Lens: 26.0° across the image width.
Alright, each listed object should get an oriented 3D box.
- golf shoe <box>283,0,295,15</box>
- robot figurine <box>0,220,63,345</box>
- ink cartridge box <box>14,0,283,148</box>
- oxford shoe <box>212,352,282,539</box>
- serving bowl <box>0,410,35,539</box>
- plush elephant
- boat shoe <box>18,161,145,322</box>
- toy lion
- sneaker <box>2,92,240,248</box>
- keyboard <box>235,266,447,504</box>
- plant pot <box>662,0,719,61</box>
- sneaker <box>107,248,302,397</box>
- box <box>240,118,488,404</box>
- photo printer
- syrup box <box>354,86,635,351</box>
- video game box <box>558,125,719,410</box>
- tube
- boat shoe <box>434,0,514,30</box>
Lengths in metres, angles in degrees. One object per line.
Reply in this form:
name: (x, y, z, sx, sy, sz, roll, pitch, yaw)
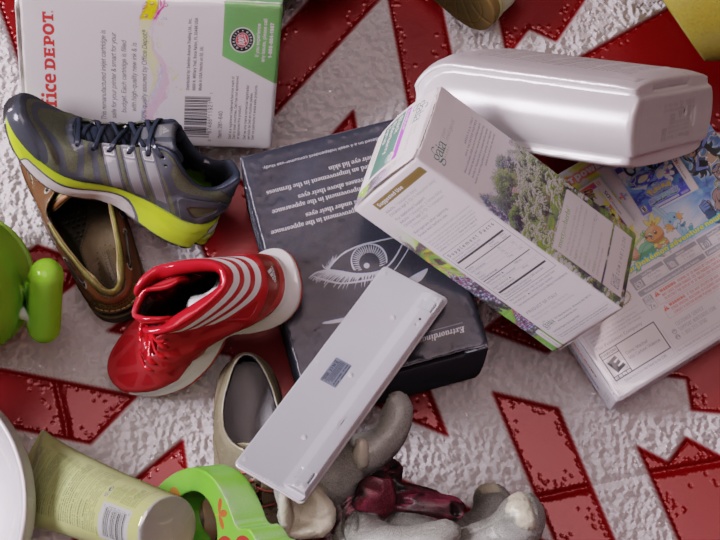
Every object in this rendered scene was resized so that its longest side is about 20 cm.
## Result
golf shoe: (-0.093, -0.242, 1.318, 0.200, 0.073, 0.092, -31, 40, -3)
robot figurine: (-0.311, 0.013, 1.164, 0.175, 0.200, 0.116, 15, 95, 2)
ink cartridge box: (-0.165, -0.178, 1.229, 0.199, 0.145, 0.084, 2, 44, -7)
oxford shoe: (-0.083, 0.159, 1.180, 0.070, 0.075, 0.201, -10, 73, -5)
serving bowl: (-0.327, 0.175, 1.165, 0.199, 0.066, 0.201, -2, 83, 14)
plush elephant: (0.012, 0.165, 1.131, 0.200, 0.165, 0.155, -31, 87, 1)
boat shoe: (-0.224, -0.057, 1.248, 0.072, 0.068, 0.200, -29, 74, -7)
toy lion: (-0.089, 0.230, 1.096, 0.068, 0.192, 0.201, -1, 69, -35)
sneaker: (-0.181, -0.093, 1.203, 0.199, 0.081, 0.074, 24, 39, -30)
keyboard: (-0.011, 0.076, 1.101, 0.056, 0.011, 0.200, 24, 56, 21)
plant pot: (0.314, -0.252, 1.272, 0.142, 0.200, 0.200, -34, 75, 16)
sneaker: (-0.148, 0.034, 1.153, 0.200, 0.115, 0.079, -35, 65, 32)
box: (0.000, 0.000, 1.216, 0.147, 0.104, 0.201, -13, 74, -5)
photo printer: (0.151, -0.129, 1.209, 0.199, 0.166, 0.070, 12, 106, 30)
syrup box: (0.101, -0.036, 1.145, 0.200, 0.081, 0.079, 34, 47, -17)
video game box: (0.234, -0.015, 1.255, 0.199, 0.047, 0.183, -30, 77, -10)
tube: (-0.199, 0.168, 1.145, 0.058, 0.200, 0.052, -25, 112, -39)
boat shoe: (0.059, -0.289, 1.330, 0.066, 0.074, 0.200, -39, 79, -25)
